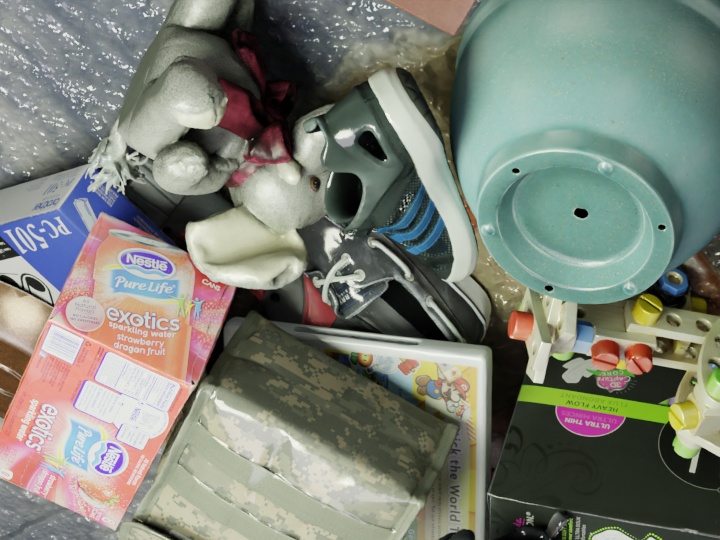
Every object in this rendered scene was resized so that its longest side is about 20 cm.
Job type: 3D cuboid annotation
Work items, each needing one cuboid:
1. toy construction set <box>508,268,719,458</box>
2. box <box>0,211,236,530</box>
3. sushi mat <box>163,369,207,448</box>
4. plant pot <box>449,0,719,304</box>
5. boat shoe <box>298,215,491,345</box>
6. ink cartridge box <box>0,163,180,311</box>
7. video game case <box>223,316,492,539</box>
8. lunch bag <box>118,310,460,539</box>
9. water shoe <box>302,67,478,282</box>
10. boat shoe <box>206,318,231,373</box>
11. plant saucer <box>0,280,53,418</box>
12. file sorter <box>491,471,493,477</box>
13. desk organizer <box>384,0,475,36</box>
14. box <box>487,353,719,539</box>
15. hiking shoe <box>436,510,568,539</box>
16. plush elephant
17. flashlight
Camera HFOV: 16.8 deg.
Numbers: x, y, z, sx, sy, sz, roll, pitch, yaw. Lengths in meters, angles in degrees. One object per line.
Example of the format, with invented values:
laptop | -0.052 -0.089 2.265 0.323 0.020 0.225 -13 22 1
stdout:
toy construction set | 0.173 0.053 1.538 0.199 0.132 0.092 20 136 -22
box | -0.161 0.068 1.565 0.102 0.095 0.200 25 142 -4
sushi mat | -0.125 0.086 1.693 0.095 0.012 0.201 17 130 48
plant pot | 0.140 -0.067 1.447 0.199 0.135 0.201 10 133 11
boat shoe | 0.000 0.000 1.606 0.200 0.068 0.072 40 132 -18
ink cartridge box | -0.211 -0.013 1.644 0.094 0.044 0.200 45 150 -22
video game case | -0.002 0.134 1.629 0.181 0.023 0.201 6 113 16
lunch bag | -0.057 0.156 1.580 0.163 0.118 0.201 30 124 1
water shoe | 0.015 -0.050 1.464 0.079 0.072 0.200 -24 146 -1
boat shoe | -0.057 0.082 1.703 0.199 0.069 0.084 6 133 16
plant saucer | -0.250 0.065 1.736 0.199 0.035 0.201 23 156 11
file sorter | 0.112 0.249 1.757 0.199 0.126 0.139 19 135 2
desk organizer | -0.009 -0.223 1.401 0.199 0.072 0.077 27 137 -5
box | 0.195 0.155 1.621 0.199 0.149 0.125 9 134 12
hiking shoe | 0.042 0.205 1.514 0.076 0.199 0.101 40 136 36
plush elephant | -0.066 -0.083 1.494 0.154 0.165 0.200 25 136 -14
flashlight | -0.083 -0.002 1.635 0.200 0.068 0.068 36 135 -14
